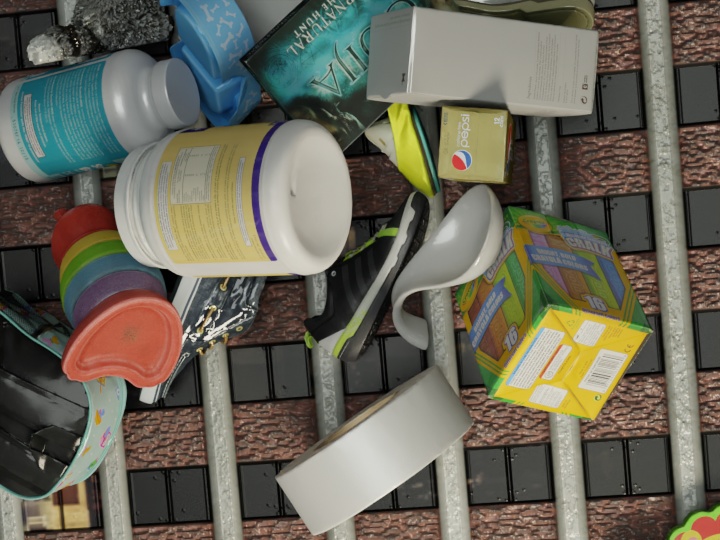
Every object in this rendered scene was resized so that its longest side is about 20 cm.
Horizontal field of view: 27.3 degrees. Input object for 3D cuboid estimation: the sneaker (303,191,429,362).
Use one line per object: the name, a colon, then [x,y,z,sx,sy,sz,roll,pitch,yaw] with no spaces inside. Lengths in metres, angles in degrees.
sneaker: [0.000,0.000,1.534,0.082,0.072,0.202,29,100,11]

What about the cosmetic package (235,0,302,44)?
cosmetic package: [-0.042,-0.292,1.523,0.199,0.090,0.107,-39,87,11]

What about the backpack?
backpack: [-0.344,0.135,1.545,0.199,0.153,0.177,31,99,21]

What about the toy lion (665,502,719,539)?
toy lion: [0.347,0.333,1.518,0.197,0.069,0.194,7,87,7]

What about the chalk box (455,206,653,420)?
chalk box: [0.180,0.026,1.455,0.123,0.201,0.125,13,124,-23]

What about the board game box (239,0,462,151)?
board game box: [-0.002,-0.222,1.446,0.200,0.028,0.135,-44,111,-4]

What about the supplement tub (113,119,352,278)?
supplement tub: [-0.123,-0.067,1.429,0.198,0.145,0.147,-1,93,30]

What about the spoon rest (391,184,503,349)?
spoon rest: [0.082,-0.002,1.469,0.060,0.100,0.201,15,132,-19]

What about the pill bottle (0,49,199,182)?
pill bottle: [-0.267,-0.162,1.524,0.198,0.111,0.112,-10,91,24]

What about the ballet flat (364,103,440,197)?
ballet flat: [0.031,-0.169,1.520,0.066,0.067,0.202,-12,100,4]

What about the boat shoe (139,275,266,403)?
boat shoe: [-0.165,0.062,1.564,0.090,0.071,0.202,20,106,-11]

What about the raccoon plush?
raccoon plush: [-0.262,-0.291,1.506,0.096,0.200,0.136,-5,101,26]

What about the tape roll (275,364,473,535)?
tape roll: [0.013,0.179,1.480,0.202,0.202,0.071,-35,89,8]

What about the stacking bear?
stacking bear: [-0.263,0.009,1.521,0.114,0.120,0.201,-60,41,26]

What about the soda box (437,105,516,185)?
soda box: [0.117,-0.120,1.451,0.063,0.200,0.069,4,93,7]

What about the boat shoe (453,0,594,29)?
boat shoe: [0.142,-0.276,1.510,0.197,0.075,0.069,2,64,16]

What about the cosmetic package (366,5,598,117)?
cosmetic package: [0.115,-0.196,1.416,0.198,0.107,0.086,4,92,-24]

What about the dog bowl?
dog bowl: [-0.147,-0.220,1.492,0.049,0.200,0.112,-34,69,-15]
